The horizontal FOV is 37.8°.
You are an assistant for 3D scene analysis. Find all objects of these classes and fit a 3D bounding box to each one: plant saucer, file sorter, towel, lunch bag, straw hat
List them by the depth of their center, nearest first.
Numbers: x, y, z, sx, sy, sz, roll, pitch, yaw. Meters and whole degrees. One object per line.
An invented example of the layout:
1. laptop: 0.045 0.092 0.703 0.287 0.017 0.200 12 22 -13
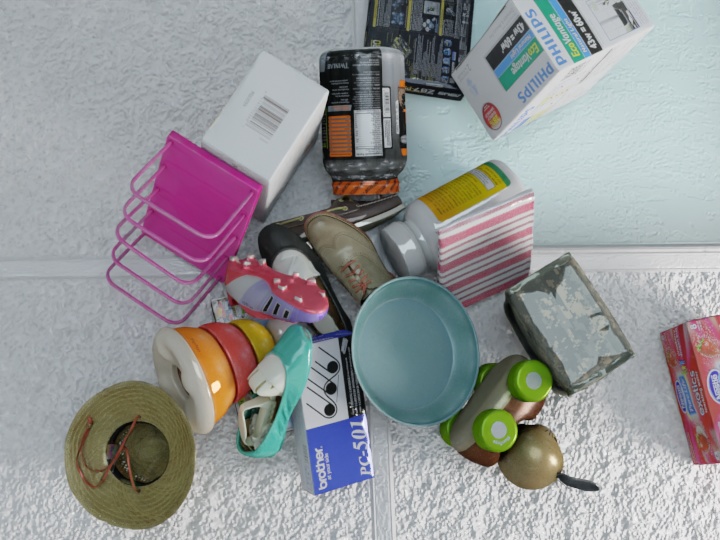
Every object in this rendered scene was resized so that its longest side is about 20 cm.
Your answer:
1. file sorter: -0.239 -0.047 1.374 0.138 0.200 0.126 32 48 3
2. straw hat: -0.282 0.238 1.378 0.199 0.085 0.203 -2 85 21
3. plant saucer: 0.068 0.110 1.410 0.199 0.036 0.202 6 77 -27
4. lunch bag: 0.278 0.081 1.433 0.117 0.200 0.165 -31 78 2
5. towel: 0.168 -0.024 1.446 0.145 0.201 0.030 -23 55 -12

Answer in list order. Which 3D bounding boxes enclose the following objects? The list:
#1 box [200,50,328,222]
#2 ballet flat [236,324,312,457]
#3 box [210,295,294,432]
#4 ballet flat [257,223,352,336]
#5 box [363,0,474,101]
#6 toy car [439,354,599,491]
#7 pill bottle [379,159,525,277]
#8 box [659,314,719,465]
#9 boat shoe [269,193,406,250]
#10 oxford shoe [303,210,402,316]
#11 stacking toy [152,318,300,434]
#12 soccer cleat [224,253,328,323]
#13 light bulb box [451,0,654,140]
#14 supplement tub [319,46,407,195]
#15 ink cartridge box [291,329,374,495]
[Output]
1. box: -0.133 -0.177 1.435 0.106 0.200 0.153 31 75 0
2. ballet flat: -0.116 0.162 1.341 0.070 0.201 0.067 -7 35 -41
3. box: -0.132 0.126 1.452 0.109 0.035 0.202 -14 79 -10
4. ballet flat: -0.071 0.024 1.433 0.068 0.068 0.201 -34 103 6
5. box: 0.088 -0.366 1.584 0.160 0.049 0.202 7 77 -7
6. toy car: 0.232 0.228 1.416 0.200 0.164 0.158 41 76 -7
7. pill bottle: 0.132 -0.066 1.488 0.199 0.113 0.113 -29 82 -12
8. box: 0.507 0.168 1.487 0.095 0.100 0.202 -10 79 -9
9. boat shoe: -0.033 -0.072 1.493 0.199 0.072 0.060 -23 84 -6
10. oxford shoe: 0.000 0.000 1.438 0.070 0.075 0.200 -41 110 12
11. stacking toy: -0.160 0.113 1.383 0.199 0.146 0.147 -22 80 -28
12. soccer cleat: -0.110 0.038 1.364 0.066 0.199 0.077 -12 115 -40
13. light bulb box: 0.269 -0.312 1.496 0.199 0.198 0.125 -28 80 -29
14. supplement tub: 0.004 -0.209 1.484 0.121 0.123 0.202 -3 97 -7
15. ink cartridge box: -0.042 0.188 1.400 0.093 0.044 0.202 -12 99 -27
